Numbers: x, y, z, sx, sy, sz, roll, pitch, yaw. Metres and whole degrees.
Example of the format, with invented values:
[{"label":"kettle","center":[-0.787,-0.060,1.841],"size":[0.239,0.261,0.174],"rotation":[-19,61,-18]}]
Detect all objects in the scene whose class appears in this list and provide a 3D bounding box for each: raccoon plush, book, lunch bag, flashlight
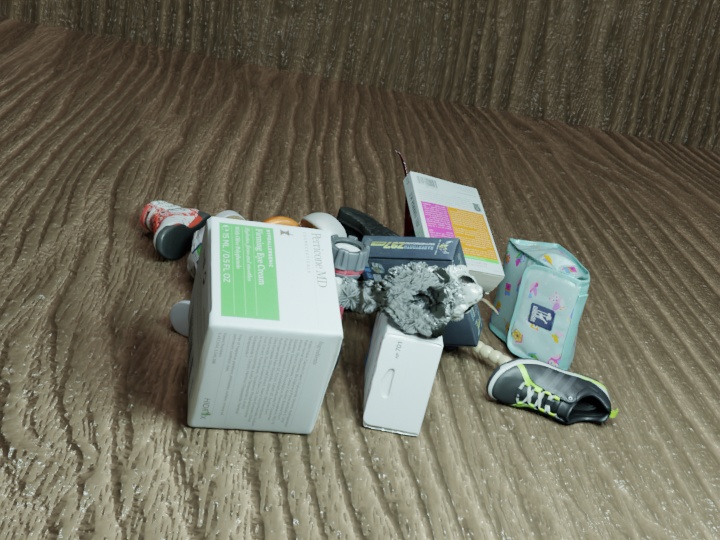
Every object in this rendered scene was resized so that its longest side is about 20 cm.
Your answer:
[{"label":"raccoon plush","center":[0.069,0.018,1.455],"size":[0.199,0.097,0.134],"rotation":[21,15,15]},{"label":"book","center":[0.147,-0.067,1.730],"size":[0.133,0.048,0.201],"rotation":[13,46,-26]},{"label":"lunch bag","center":[0.305,0.057,1.769],"size":[0.121,0.172,0.200],"rotation":[6,19,-18]},{"label":"flashlight","center":[-0.037,0.050,1.561],"size":[0.068,0.201,0.068],"rotation":[26,25,31]}]

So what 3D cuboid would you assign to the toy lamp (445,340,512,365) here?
[{"label":"toy lamp","center":[0.192,0.124,1.702],"size":[0.199,0.059,0.058],"rotation":[31,28,36]}]

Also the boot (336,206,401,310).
[{"label":"boot","center":[0.002,0.000,1.773],"size":[0.079,0.159,0.211],"rotation":[13,15,-30]}]

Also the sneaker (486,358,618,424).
[{"label":"sneaker","center":[0.287,0.183,1.579],"size":[0.198,0.072,0.083],"rotation":[7,23,-11]}]

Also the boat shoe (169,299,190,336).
[{"label":"boat shoe","center":[-0.186,0.084,1.591],"size":[0.199,0.072,0.068],"rotation":[13,21,24]}]

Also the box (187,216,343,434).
[{"label":"box","center":[-0.131,0.073,1.391],"size":[0.170,0.201,0.200],"rotation":[6,42,-15]}]

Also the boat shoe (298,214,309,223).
[{"label":"boat shoe","center":[-0.106,-0.053,1.971],"size":[0.073,0.070,0.200],"rotation":[12,21,0]}]

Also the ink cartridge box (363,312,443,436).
[{"label":"ink cartridge box","center":[0.057,0.118,1.516],"size":[0.085,0.147,0.200],"rotation":[12,21,-5]}]

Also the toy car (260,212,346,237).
[{"label":"toy car","center":[-0.112,-0.002,1.630],"size":[0.150,0.201,0.175],"rotation":[34,68,30]}]

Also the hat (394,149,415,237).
[{"label":"hat","center":[0.091,-0.057,1.858],"size":[0.176,0.200,0.165],"rotation":[48,15,34]}]

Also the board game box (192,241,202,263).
[{"label":"board game box","center":[-0.162,0.008,1.733],"size":[0.199,0.034,0.136],"rotation":[-9,66,-45]}]

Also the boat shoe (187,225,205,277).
[{"label":"boat shoe","center":[-0.257,-0.010,1.798],"size":[0.065,0.074,0.201],"rotation":[-24,30,14]}]

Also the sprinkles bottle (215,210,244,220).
[{"label":"sprinkles bottle","center":[-0.204,-0.040,1.888],"size":[0.068,0.069,0.200],"rotation":[-1,25,-29]}]

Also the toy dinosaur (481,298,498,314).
[{"label":"toy dinosaur","center":[0.161,0.043,1.747],"size":[0.106,0.061,0.200],"rotation":[21,-13,-3]}]

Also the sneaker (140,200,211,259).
[{"label":"sneaker","center":[-0.352,-0.074,1.901],"size":[0.107,0.068,0.201],"rotation":[15,18,12]}]

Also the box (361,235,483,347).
[{"label":"box","center":[0.094,0.033,1.641],"size":[0.156,0.201,0.051],"rotation":[2,48,22]}]
